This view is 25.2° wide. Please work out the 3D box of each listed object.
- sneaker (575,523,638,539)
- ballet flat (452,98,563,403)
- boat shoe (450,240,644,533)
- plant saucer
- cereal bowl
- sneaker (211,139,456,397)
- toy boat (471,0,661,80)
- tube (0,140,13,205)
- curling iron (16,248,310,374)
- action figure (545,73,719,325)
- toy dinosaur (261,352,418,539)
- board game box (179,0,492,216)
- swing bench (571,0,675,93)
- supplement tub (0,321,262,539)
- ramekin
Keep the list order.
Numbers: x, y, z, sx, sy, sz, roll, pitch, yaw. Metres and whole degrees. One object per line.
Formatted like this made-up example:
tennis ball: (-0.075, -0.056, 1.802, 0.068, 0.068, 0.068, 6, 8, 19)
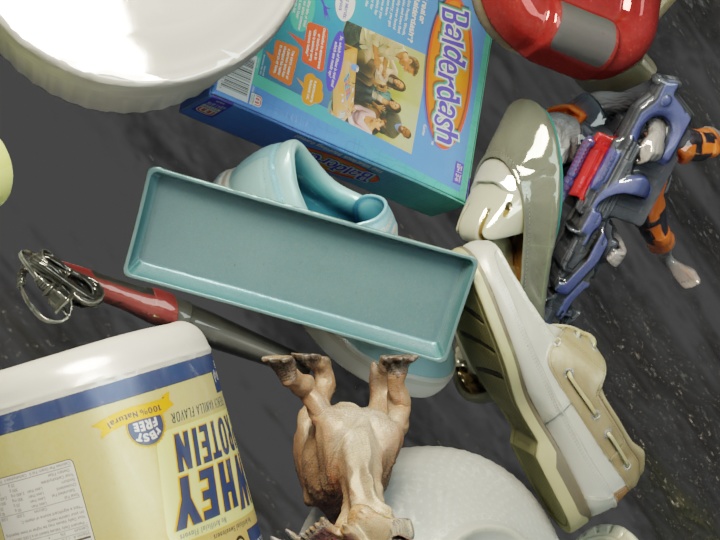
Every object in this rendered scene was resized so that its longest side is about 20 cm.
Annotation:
sneaker: (0.195, 0.271, 1.042, 0.111, 0.076, 0.201, 46, 22, -51)
ballet flat: (0.090, -0.009, 1.042, 0.063, 0.067, 0.202, -8, 106, -35)
boat shoe: (0.115, 0.063, 1.008, 0.068, 0.075, 0.201, -29, 110, -11)
plant saucer: (-0.035, -0.005, 0.946, 0.198, 0.019, 0.070, 16, 110, -5)
cereal bowl: (0.057, 0.205, 0.994, 0.199, 0.083, 0.202, 9, 74, -33)
sneaker: (0.000, 0.000, 0.989, 0.200, 0.082, 0.074, 41, 40, -21)
toy boat: (0.152, -0.223, 0.979, 0.130, 0.130, 0.202, 15, 79, -28)
tube: (-0.256, -0.028, 0.807, 0.058, 0.052, 0.200, 33, 31, 17)
curling iron: (-0.113, 0.032, 0.945, 0.199, 0.026, 0.050, 22, 32, -33)
action figure: (0.171, -0.050, 1.127, 0.193, 0.105, 0.201, 20, 109, -37)
toy dinosaur: (-0.010, 0.116, 0.923, 0.085, 0.200, 0.137, 1, 88, 2)
board game box: (-0.009, -0.140, 1.044, 0.199, 0.045, 0.153, 21, 69, -29)
swing bench: (0.144, -0.256, 1.126, 0.199, 0.129, 0.201, 44, 67, -20)
supplement tub: (-0.125, 0.139, 0.845, 0.144, 0.144, 0.202, -15, 89, -35)
ramekin: (-0.133, -0.183, 0.914, 0.201, 0.094, 0.204, 4, 75, -15)
